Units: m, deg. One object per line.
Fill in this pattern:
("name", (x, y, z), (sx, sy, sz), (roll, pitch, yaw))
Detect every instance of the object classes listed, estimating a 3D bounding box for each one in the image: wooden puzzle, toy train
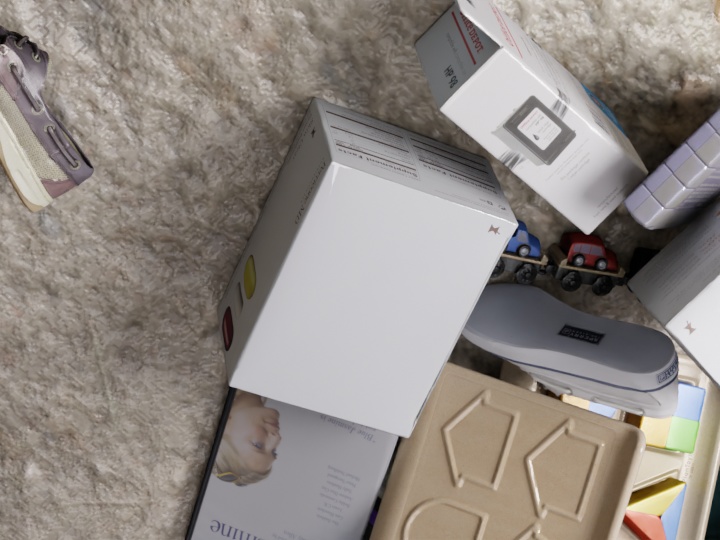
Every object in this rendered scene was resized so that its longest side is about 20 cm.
("wooden puzzle", (0.203, 0.151, 1.538), (0.198, 0.046, 0.187), (12, 89, -15))
("wooden puzzle", (0.114, 0.185, 1.486), (0.199, 0.046, 0.187), (18, 91, 26))
("toy train", (0.177, -0.008, 1.503), (0.198, 0.034, 0.046), (9, 114, -15))

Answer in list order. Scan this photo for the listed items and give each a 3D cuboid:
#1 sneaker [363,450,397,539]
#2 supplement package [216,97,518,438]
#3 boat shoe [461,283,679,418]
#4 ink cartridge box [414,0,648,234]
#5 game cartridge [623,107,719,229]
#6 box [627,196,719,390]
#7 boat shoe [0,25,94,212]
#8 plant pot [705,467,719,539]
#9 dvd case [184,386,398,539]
("sneaker", (0.087, 0.218, 1.600), (0.198, 0.070, 0.100), (15, 122, -13))
("supplement package", (0.000, 0.000, 1.430), (0.155, 0.111, 0.201), (17, 114, -19))
("boat shoe", (0.157, 0.068, 1.466), (0.073, 0.199, 0.066), (-40, 134, -31))
("ink cartridge box", (0.109, -0.129, 1.375), (0.200, 0.116, 0.067), (38, 108, -26))
("game cartridge", (0.261, -0.084, 1.398), (0.129, 0.200, 0.038), (-40, 80, 16))
("box", (0.286, 0.018, 1.401), (0.124, 0.200, 0.098), (-43, 96, 6))
("boat shoe", (-0.249, -0.138, 1.335), (0.064, 0.072, 0.201), (-26, 118, -9))
("plant pot", (0.406, 0.209, 1.609), (0.198, 0.142, 0.142), (1, 119, -18))
("dvd case", (-0.056, 0.171, 1.541), (0.142, 0.018, 0.201), (20, 116, 4))
